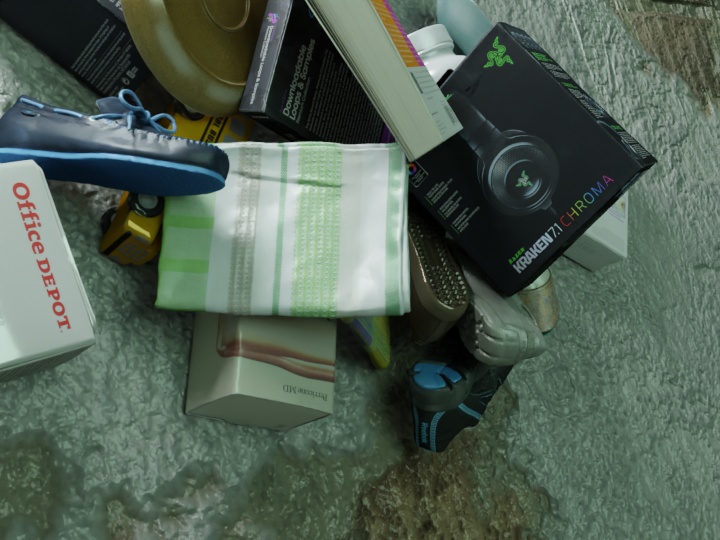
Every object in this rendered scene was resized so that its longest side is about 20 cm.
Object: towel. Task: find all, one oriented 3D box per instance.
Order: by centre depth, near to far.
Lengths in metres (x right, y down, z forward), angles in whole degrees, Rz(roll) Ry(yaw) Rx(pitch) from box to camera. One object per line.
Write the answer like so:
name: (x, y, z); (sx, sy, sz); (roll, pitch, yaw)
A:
towel: (-0.059, -0.037, 0.708); (0.198, 0.031, 0.150); (1, 69, -3)
towel: (0.000, 0.000, 0.818); (0.200, 0.023, 0.145); (57, 32, -65)

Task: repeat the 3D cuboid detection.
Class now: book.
book: (0.018, -0.194, 0.751); (0.201, 0.048, 0.134); (58, 19, -4)

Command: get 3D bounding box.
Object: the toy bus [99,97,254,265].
toy bus: (-0.156, -0.092, 0.783); (0.078, 0.065, 0.201); (33, 55, -25)

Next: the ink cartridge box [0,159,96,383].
ink cartridge box: (-0.305, 0.017, 0.609); (0.199, 0.084, 0.147); (-15, 81, -41)

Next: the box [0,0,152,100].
box: (-0.221, -0.285, 0.782); (0.182, 0.104, 0.201); (39, 53, -21)

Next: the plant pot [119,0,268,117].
plant pot: (-0.123, -0.233, 0.757); (0.200, 0.027, 0.202); (7, 82, -57)

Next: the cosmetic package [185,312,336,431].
cosmetic package: (-0.081, 0.028, 0.777); (0.103, 0.087, 0.202); (16, 63, -33)

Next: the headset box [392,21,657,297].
headset box: (0.144, -0.110, 0.848); (0.200, 0.174, 0.093); (49, 25, 12)

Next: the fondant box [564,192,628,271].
fondant box: (0.273, -0.120, 1.132); (0.144, 0.058, 0.201); (27, 59, -27)

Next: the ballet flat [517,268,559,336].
ballet flat: (0.167, -0.010, 0.956); (0.201, 0.068, 0.068); (-98, 177, -57)

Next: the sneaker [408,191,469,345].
sneaker: (0.052, -0.017, 0.894); (0.070, 0.076, 0.201); (13, 45, -22)

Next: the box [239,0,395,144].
box: (-0.022, -0.177, 0.835); (0.200, 0.036, 0.144); (26, 75, -53)

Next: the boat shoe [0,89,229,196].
boat shoe: (-0.194, -0.106, 0.683); (0.198, 0.084, 0.069); (10, 74, 8)

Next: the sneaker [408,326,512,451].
sneaker: (0.107, 0.109, 0.907); (0.200, 0.073, 0.083); (-27, 125, -49)

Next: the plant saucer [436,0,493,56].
plant saucer: (0.140, -0.248, 1.039); (0.201, 0.039, 0.201); (52, 6, -7)

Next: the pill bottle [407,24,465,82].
pill bottle: (0.098, -0.160, 0.975); (0.112, 0.112, 0.201); (-24, 87, -41)

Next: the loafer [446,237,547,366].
loafer: (0.122, 0.029, 0.894); (0.069, 0.070, 0.200); (4, 31, -19)
